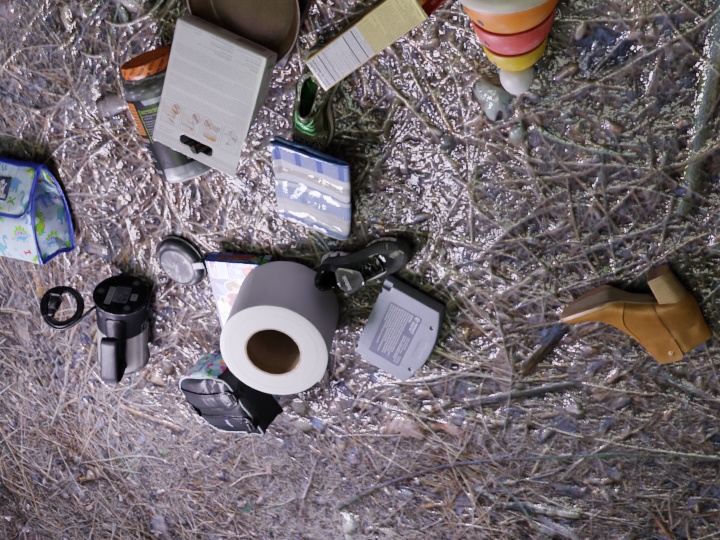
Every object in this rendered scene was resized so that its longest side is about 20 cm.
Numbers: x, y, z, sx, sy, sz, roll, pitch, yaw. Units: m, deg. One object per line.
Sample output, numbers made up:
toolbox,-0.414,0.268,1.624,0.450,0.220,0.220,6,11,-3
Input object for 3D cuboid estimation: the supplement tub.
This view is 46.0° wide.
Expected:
supplement tub,-0.316,-0.261,1.419,0.121,0.123,0.203,-1,123,29

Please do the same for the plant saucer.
plant saucer,-0.170,-0.405,1.270,0.197,0.037,0.203,16,130,20

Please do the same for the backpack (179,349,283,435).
backpack,-0.268,0.246,1.747,0.198,0.151,0.179,-12,121,40

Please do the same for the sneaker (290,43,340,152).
sneaker,-0.084,-0.248,1.324,0.076,0.089,0.202,22,132,12

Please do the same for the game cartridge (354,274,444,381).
game cartridge,0.075,0.111,1.540,0.132,0.041,0.202,32,133,9

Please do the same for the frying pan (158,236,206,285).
frying pan,-0.327,-0.002,1.684,0.187,0.031,0.116,21,132,18

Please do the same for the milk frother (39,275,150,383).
milk frother,-0.555,0.121,1.792,0.197,0.181,0.190,20,131,9

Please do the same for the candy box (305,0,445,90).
candy box,0.025,-0.339,1.178,0.198,0.116,0.056,-27,108,39

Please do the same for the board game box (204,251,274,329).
board game box,-0.218,0.060,1.650,0.133,0.035,0.203,4,125,16

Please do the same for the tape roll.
tape roll,-0.145,0.105,1.553,0.199,0.140,0.206,4,124,7

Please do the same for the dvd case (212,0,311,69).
dvd case,-0.143,-0.424,1.275,0.148,0.016,0.201,34,134,4

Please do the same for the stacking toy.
stacking toy,0.203,-0.312,1.113,0.144,0.148,0.202,8,143,23

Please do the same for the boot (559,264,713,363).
boot,0.423,0.087,1.306,0.199,0.071,0.145,-25,106,34

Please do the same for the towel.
towel,-0.082,-0.132,1.415,0.145,0.024,0.201,21,149,12

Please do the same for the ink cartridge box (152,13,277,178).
ink cartridge box,-0.228,-0.270,1.316,0.159,0.050,0.203,25,119,10

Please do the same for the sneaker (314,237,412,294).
sneaker,0.000,0.000,1.461,0.197,0.091,0.067,-12,119,34

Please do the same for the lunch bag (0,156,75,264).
lunch bag,-0.692,-0.128,1.731,0.167,0.127,0.204,10,115,25
